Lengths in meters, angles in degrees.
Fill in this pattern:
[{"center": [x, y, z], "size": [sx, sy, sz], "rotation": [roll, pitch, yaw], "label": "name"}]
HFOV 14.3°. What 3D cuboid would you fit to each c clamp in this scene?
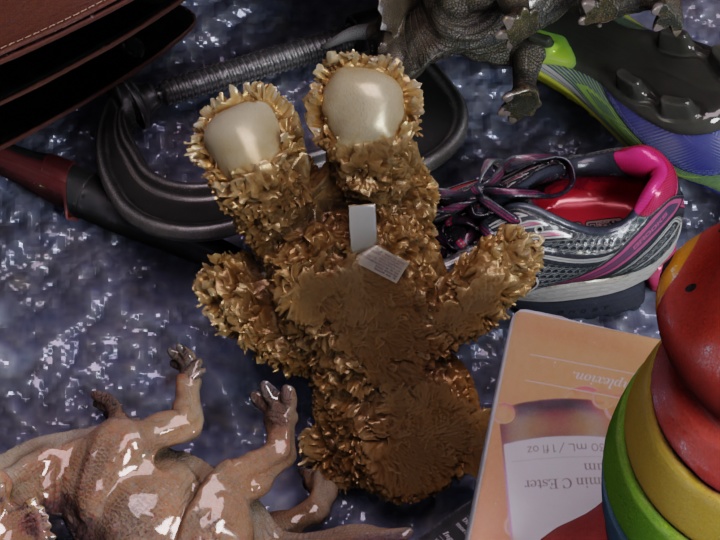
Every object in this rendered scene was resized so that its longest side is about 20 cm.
[{"center": [-0.039, -0.081, 1.339], "size": [0.199, 0.027, 0.171], "rotation": [-22, 47, -20], "label": "c clamp"}]

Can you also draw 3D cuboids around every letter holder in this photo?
[{"center": [-0.148, -0.113, 1.280], "size": [0.142, 0.101, 0.200], "rotation": [31, 48, 33], "label": "letter holder"}]

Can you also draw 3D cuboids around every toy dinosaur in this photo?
[{"center": [-0.084, 0.111, 1.187], "size": [0.199, 0.086, 0.136], "rotation": [22, 58, 9], "label": "toy dinosaur"}, {"center": [0.081, -0.132, 1.280], "size": [0.199, 0.077, 0.102], "rotation": [-29, 49, -2], "label": "toy dinosaur"}]

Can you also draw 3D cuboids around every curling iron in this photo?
[{"center": [-0.139, -0.033, 1.309], "size": [0.199, 0.026, 0.050], "rotation": [22, 36, 9], "label": "curling iron"}]

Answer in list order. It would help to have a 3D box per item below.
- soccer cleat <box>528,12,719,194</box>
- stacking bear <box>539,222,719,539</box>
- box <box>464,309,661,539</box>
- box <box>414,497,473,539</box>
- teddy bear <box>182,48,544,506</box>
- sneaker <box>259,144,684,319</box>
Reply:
[{"center": [0.112, -0.093, 1.346], "size": [0.065, 0.084, 0.200], "rotation": [-41, 47, -15], "label": "soccer cleat"}, {"center": [0.132, 0.052, 0.951], "size": [0.113, 0.200, 0.122], "rotation": [31, 60, 17], "label": "stacking bear"}, {"center": [0.110, 0.137, 1.079], "size": [0.151, 0.107, 0.201], "rotation": [10, 57, 4], "label": "box"}, {"center": [0.108, 0.176, 1.161], "size": [0.141, 0.079, 0.200], "rotation": [-34, 65, -19], "label": "box"}, {"center": [0.000, 0.000, 1.212], "size": [0.145, 0.200, 0.067], "rotation": [-34, 21, 8], "label": "teddy bear"}, {"center": [0.047, -0.016, 1.284], "size": [0.199, 0.075, 0.081], "rotation": [-14, 59, -11], "label": "sneaker"}]
